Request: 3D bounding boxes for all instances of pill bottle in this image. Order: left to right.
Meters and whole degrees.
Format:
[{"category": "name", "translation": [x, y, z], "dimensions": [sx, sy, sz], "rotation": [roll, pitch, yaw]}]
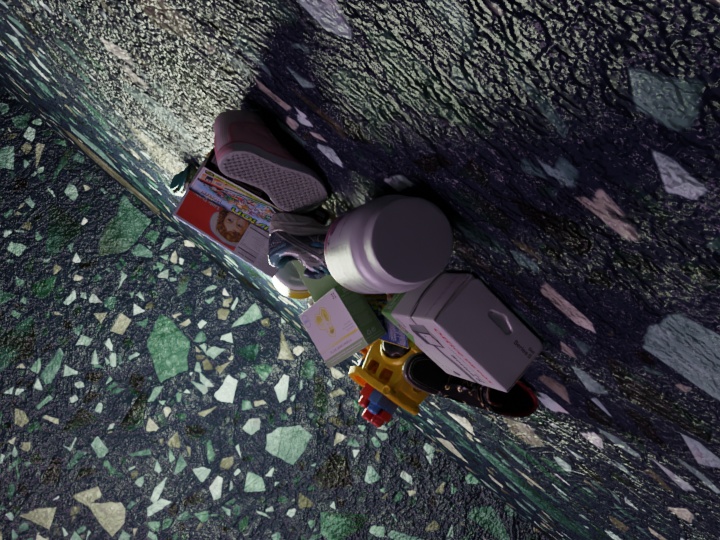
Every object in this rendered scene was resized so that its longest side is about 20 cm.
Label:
[{"category": "pill bottle", "translation": [-0.119, -0.003, 1.558], "dimensions": [0.111, 0.111, 0.200], "rotation": [40, 169, 3]}, {"category": "pill bottle", "translation": [0.031, -0.029, 0.960], "dimensions": [0.113, 0.113, 0.200], "rotation": [42, 168, -10]}]

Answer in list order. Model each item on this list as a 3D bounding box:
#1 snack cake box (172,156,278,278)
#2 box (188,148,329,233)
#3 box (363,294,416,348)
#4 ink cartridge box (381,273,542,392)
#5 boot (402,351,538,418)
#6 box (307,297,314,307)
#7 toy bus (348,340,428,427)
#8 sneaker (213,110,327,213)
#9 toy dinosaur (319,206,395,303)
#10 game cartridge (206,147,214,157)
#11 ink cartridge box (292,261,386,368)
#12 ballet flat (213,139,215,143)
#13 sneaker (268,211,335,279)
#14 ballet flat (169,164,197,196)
[{"category": "snack cake box", "translation": [-0.197, -0.092, 1.356], "dimensions": [0.200, 0.115, 0.067], "rotation": [33, -157, -5]}, {"category": "box", "translation": [-0.156, -0.106, 1.237], "dimensions": [0.200, 0.035, 0.110], "rotation": [29, 158, -15]}, {"category": "box", "translation": [0.030, 0.067, 1.298], "dimensions": [0.200, 0.070, 0.064], "rotation": [14, 114, 48]}, {"category": "ink cartridge box", "translation": [0.134, 0.079, 1.111], "dimensions": [0.145, 0.084, 0.200], "rotation": [43, 169, -13]}, {"category": "boot", "translation": [0.183, 0.190, 1.332], "dimensions": [0.200, 0.073, 0.151], "rotation": [24, 172, -19]}, {"category": "box", "translation": [-0.044, 0.084, 1.700], "dimensions": [0.078, 0.095, 0.200], "rotation": [38, 167, 14]}, {"category": "toy bus", "translation": [0.048, 0.190, 1.525], "dimensions": [0.136, 0.192, 0.200], "rotation": [38, 175, -40]}, {"category": "sneaker", "translation": [-0.126, -0.157, 1.121], "dimensions": [0.200, 0.075, 0.105], "rotation": [26, -144, -49]}, {"category": "toy dinosaur", "translation": [0.008, -0.023, 1.261], "dimensions": [0.200, 0.060, 0.106], "rotation": [47, 158, 28]}, {"category": "game cartridge", "translation": [-0.212, -0.139, 1.546], "dimensions": [0.176, 0.032, 0.200], "rotation": [39, 169, 7]}, {"category": "ink cartridge box", "translation": [-0.055, 0.044, 1.292], "dimensions": [0.200, 0.048, 0.146], "rotation": [59, 146, 4]}, {"category": "ballet flat", "translation": [-0.181, -0.166, 1.263], "dimensions": [0.067, 0.062, 0.200], "rotation": [36, 168, 24]}, {"category": "sneaker", "translation": [-0.040, -0.024, 1.158], "dimensions": [0.200, 0.086, 0.078], "rotation": [8, 169, 19]}, {"category": "ballet flat", "translation": [-0.380, -0.198, 1.823], "dimensions": [0.074, 0.074, 0.200], "rotation": [44, 170, -19]}]
